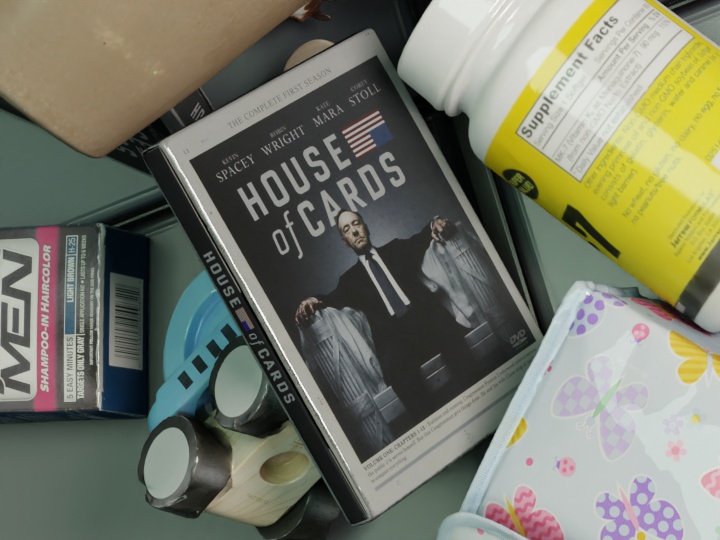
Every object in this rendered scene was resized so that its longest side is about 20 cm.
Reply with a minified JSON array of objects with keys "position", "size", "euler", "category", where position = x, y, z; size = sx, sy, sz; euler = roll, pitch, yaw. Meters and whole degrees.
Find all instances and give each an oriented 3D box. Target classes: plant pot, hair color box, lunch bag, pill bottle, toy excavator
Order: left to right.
[{"position":[-0.215,0.031,1.486],"size":[0.199,0.060,0.101],"euler":[-3,82,21],"category":"hair color box"},{"position":[-0.107,-0.150,1.272],"size":[0.200,0.200,0.175],"euler":[40,93,20],"category":"plant pot"},{"position":[-0.041,0.008,1.404],"size":[0.195,0.100,0.200],"euler":[-47,44,29],"category":"toy excavator"},{"position":[0.124,-0.072,1.324],"size":[0.200,0.114,0.114],"euler":[38,97,9],"category":"pill bottle"},{"position":[0.136,0.131,1.310],"size":[0.169,0.127,0.201],"euler":[32,102,21],"category":"lunch bag"}]

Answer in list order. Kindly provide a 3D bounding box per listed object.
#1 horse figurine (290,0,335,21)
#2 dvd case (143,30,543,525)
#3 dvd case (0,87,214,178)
[{"position":[-0.128,-0.154,1.451],"size":[0.199,0.132,0.050],"euler":[6,100,43],"category":"horse figurine"},{"position":[0.000,0.000,1.333],"size":[0.025,0.150,0.201],"euler":[-25,96,50],"category":"dvd case"},{"position":[-0.156,-0.100,1.431],"size":[0.199,0.150,0.025],"euler":[24,76,21],"category":"dvd case"}]
